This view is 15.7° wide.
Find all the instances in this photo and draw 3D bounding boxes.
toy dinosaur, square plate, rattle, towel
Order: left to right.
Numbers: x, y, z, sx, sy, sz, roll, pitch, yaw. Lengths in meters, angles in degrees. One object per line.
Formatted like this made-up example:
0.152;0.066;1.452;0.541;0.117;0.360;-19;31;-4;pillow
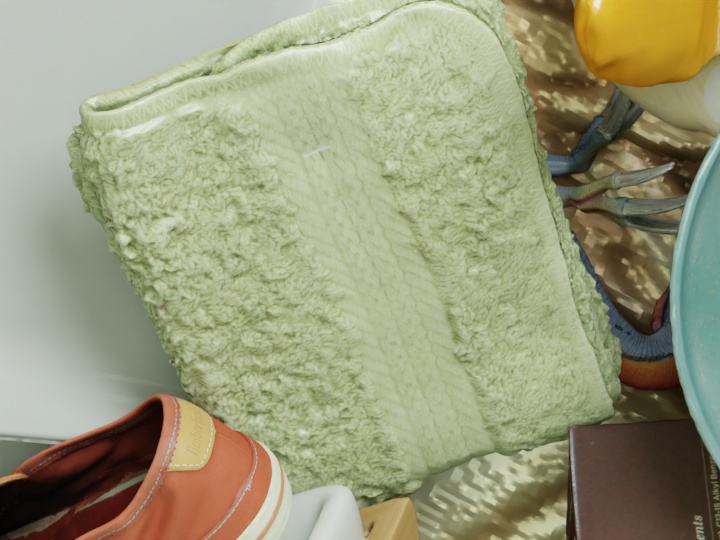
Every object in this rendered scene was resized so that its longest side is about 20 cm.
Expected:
-0.093;-0.041;0.841;0.198;0.028;0.201;8;104;-37;square plate
0.000;0.000;0.852;0.148;0.037;0.200;-22;128;1;towel
0.049;-0.030;0.948;0.200;0.105;0.182;-19;102;36;toy dinosaur
0.065;-0.124;0.851;0.143;0.130;0.200;-21;56;-27;rattle

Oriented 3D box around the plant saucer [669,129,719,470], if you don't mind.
0.196;0.005;0.820;0.199;0.036;0.201;1;102;4;plant saucer

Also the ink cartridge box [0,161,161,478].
-0.183;-0.004;0.880;0.146;0.086;0.200;-44;128;3;ink cartridge box

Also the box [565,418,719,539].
0.172;0.097;0.909;0.199;0.100;0.075;-5;64;1;box

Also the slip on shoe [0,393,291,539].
-0.119;0.097;0.859;0.200;0.074;0.061;-27;126;19;slip on shoe

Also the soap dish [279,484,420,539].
-0.064;0.168;0.834;0.157;0.200;0.081;-21;115;31;soap dish
